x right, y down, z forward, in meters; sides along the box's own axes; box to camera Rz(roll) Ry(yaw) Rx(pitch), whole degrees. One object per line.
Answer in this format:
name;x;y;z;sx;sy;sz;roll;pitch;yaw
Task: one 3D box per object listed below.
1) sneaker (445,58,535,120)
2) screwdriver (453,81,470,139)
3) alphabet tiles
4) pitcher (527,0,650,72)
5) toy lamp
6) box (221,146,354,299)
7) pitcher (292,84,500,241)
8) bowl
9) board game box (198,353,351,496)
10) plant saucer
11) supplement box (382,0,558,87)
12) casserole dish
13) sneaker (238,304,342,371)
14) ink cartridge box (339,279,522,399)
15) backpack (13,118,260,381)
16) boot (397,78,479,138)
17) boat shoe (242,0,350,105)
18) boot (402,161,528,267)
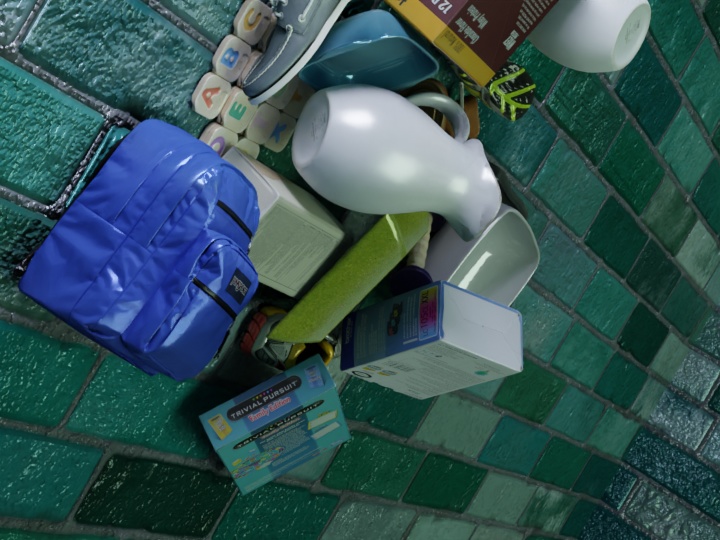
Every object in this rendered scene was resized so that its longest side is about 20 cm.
sneaker;0.127;-0.246;1.841;0.076;0.076;0.200;-51;136;-12
screwdriver;0.115;-0.162;1.765;0.029;0.028;0.200;-24;158;-11
alphabet tiles;-0.090;-0.186;1.559;0.201;0.015;0.195;-60;155;3
pitcher;0.218;-0.317;1.772;0.121;0.199;0.172;-48;152;-23
toy lamp;0.069;-0.038;1.891;0.201;0.058;0.059;-75;179;-55
box;-0.093;-0.044;1.617;0.095;0.078;0.200;-46;157;5
pitcher;0.034;-0.130;1.609;0.199;0.173;0.121;17;135;-27
bowl;0.126;0.008;1.987;0.200;0.074;0.200;-52;154;-6
board game box;-0.094;0.180;1.828;0.150;0.047;0.200;-27;158;-7
plant saucer;0.000;0.000;1.758;0.200;0.048;0.200;-45;180;18
supplement box;0.118;-0.319;1.595;0.200;0.133;0.197;-49;161;8
casserole dish;0.006;-0.214;1.589;0.120;0.039;0.200;-17;169;15
sneaker;-0.061;0.092;1.848;0.200;0.082;0.078;0;119;-63
ink cartridge box;0.070;0.087;1.833;0.136;0.199;0.077;22;59;-37
backpack;-0.172;-0.016;1.420;0.201;0.167;0.163;-58;162;-9
boot;0.092;-0.171;1.857;0.154;0.074;0.201;-37;159;-38
boat shoe;-0.056;-0.246;1.491;0.062;0.073;0.201;38;87;-21
boot;0.131;-0.029;2.093;0.201;0.065;0.165;-58;148;-10
